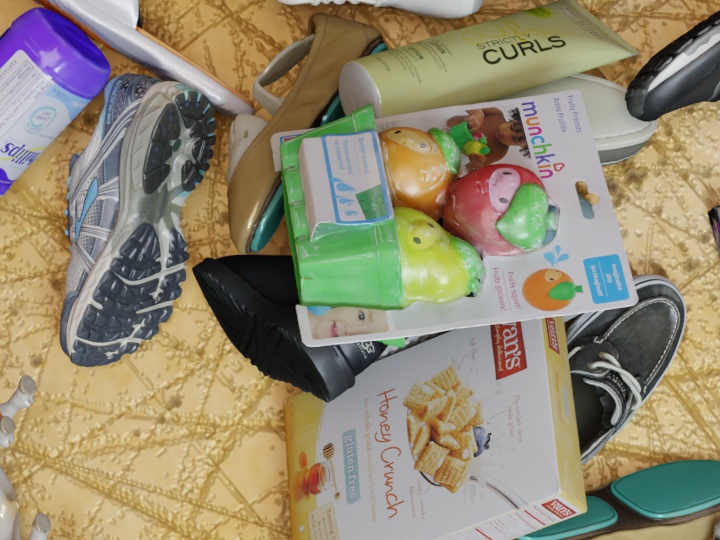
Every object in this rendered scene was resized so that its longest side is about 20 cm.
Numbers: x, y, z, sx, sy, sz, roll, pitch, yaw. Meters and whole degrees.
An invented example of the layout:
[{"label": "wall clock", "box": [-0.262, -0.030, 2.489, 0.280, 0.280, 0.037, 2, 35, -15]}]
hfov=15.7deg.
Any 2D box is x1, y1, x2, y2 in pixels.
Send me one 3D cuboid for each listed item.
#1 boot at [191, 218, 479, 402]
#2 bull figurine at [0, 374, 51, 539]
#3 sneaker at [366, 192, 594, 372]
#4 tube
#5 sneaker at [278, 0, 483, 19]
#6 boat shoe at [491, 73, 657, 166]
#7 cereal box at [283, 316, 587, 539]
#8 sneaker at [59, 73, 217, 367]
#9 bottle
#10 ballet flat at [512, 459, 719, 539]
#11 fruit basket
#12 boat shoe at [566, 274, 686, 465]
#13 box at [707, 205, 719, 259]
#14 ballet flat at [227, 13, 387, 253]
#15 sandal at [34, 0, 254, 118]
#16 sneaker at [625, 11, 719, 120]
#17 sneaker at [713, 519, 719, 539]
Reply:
[{"label": "boot", "box": [0.000, 0.000, 1.683, 0.168, 0.200, 0.077, -34, 116, -17]}, {"label": "bull figurine", "box": [-0.254, 0.138, 1.703, 0.121, 0.065, 0.201, -23, 93, 32]}, {"label": "sneaker", "box": [0.075, 0.013, 1.726, 0.199, 0.074, 0.082, -24, 50, 6]}, {"label": "tube", "box": [0.080, -0.137, 1.696, 0.199, 0.052, 0.058, -18, 84, -28]}, {"label": "sneaker", "box": [-0.016, -0.200, 1.719, 0.199, 0.071, 0.080, 20, 48, 12]}, {"label": "boat shoe", "box": [0.096, -0.087, 1.727, 0.200, 0.061, 0.072, -2, 45, -13]}, {"label": "cereal box", "box": [0.044, 0.115, 1.652, 0.199, 0.039, 0.145, -24, 51, 26]}, {"label": "sneaker", "box": [-0.159, -0.035, 1.731, 0.086, 0.077, 0.201, 28, 102, 40]}, {"label": "bottle", "box": [-0.254, -0.082, 1.719, 0.200, 0.083, 0.065, -46, 76, 8]}, {"label": "ballet flat", "box": [0.165, 0.170, 1.692, 0.199, 0.069, 0.063, -10, 119, -26]}, {"label": "fruit basket", "box": [0.051, -0.038, 1.564, 0.198, 0.094, 0.186, -11, 47, 2]}, {"label": "boat shoe", "box": [0.152, 0.083, 1.690, 0.072, 0.071, 0.200, 45, 73, -13]}, {"label": "box", "box": [0.324, 0.038, 1.726, 0.142, 0.036, 0.202, -15, 87, 0]}, {"label": "ballet flat", "box": [-0.051, -0.091, 1.695, 0.063, 0.069, 0.200, 27, 52, 7]}, {"label": "sandal", "box": [-0.149, -0.174, 1.736, 0.206, 0.079, 0.059, 32, 85, -5]}, {"label": "sneaker", "box": [0.270, -0.139, 1.709, 0.199, 0.076, 0.088, -33, 94, -11]}, {"label": "sneaker", "box": [0.246, 0.204, 1.678, 0.088, 0.074, 0.201, 34, 88, -21]}]
